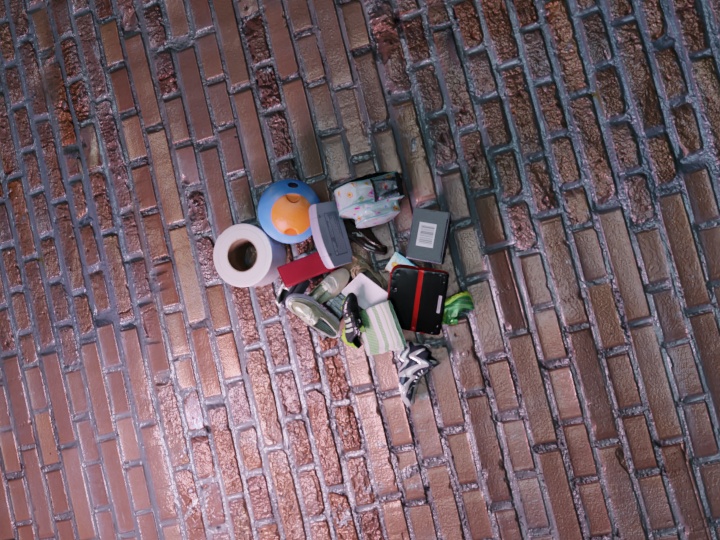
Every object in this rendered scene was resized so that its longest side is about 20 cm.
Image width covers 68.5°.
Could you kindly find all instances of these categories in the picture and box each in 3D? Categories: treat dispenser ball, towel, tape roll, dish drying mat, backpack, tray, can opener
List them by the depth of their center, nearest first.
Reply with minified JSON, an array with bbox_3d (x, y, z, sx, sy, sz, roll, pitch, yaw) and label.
[{"bbox_3d":[0.022,-0.211,1.615,0.199,0.176,0.154,-6,86,-12],"label":"backpack"},{"bbox_3d":[0.056,0.185,1.636,0.200,0.023,0.153,-26,84,55],"label":"towel"},{"bbox_3d":[0.048,0.091,1.661,0.200,0.022,0.107,38,124,-13],"label":"tray"},{"bbox_3d":[-0.222,-0.186,1.669,0.200,0.201,0.202,0,90,11],"label":"treat dispenser ball"},{"bbox_3d":[-0.157,-0.013,1.672,0.199,0.018,0.077,-23,72,-12],"label":"dish drying mat"},{"bbox_3d":[-0.177,0.046,1.690,0.066,0.053,0.200,47,67,-30],"label":"can opener"},{"bbox_3d":[-0.358,-0.047,1.727,0.202,0.139,0.204,0,90,11],"label":"tape roll"}]

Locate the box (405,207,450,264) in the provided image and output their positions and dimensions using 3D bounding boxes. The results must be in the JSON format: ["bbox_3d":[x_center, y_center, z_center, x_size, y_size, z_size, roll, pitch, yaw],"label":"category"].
[{"bbox_3d":[0.207,-0.099,1.582,0.106,0.200,0.149,10,92,10],"label":"box"}]

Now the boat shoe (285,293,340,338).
[{"bbox_3d":[-0.141,0.139,1.626,0.200,0.062,0.072,32,110,-22],"label":"boat shoe"}]

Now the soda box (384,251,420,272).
[{"bbox_3d":[0.176,0.022,1.658,0.200,0.064,0.069,35,96,9],"label":"soda box"}]

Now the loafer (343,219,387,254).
[{"bbox_3d":[0.006,-0.117,1.686,0.199,0.073,0.072,31,97,10],"label":"loafer"}]

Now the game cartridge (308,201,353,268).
[{"bbox_3d":[-0.092,-0.110,1.620,0.040,0.133,0.201,-15,91,31],"label":"game cartridge"}]

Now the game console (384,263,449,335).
[{"bbox_3d":[0.167,0.088,1.600,0.176,0.031,0.201,8,101,7],"label":"game console"}]

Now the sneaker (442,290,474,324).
[{"bbox_3d":[0.261,0.139,1.634,0.200,0.074,0.084,-32,80,9],"label":"sneaker"}]

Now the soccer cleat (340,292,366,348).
[{"bbox_3d":[-0.019,0.157,1.657,0.081,0.067,0.201,26,131,30],"label":"soccer cleat"}]

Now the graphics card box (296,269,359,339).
[{"bbox_3d":[-0.100,0.108,1.719,0.125,0.051,0.200,37,96,9],"label":"graphics card box"}]

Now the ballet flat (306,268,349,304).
[{"bbox_3d":[-0.116,0.068,1.664,0.200,0.069,0.070,-42,82,8],"label":"ballet flat"}]

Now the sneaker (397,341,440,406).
[{"bbox_3d":[0.188,0.318,1.644,0.129,0.079,0.200,-6,78,20],"label":"sneaker"}]

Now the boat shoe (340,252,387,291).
[{"bbox_3d":[0.000,0.000,1.692,0.200,0.065,0.071,34,96,9],"label":"boat shoe"}]

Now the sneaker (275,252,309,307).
[{"bbox_3d":[-0.215,0.037,1.729,0.070,0.080,0.201,26,93,12],"label":"sneaker"}]
